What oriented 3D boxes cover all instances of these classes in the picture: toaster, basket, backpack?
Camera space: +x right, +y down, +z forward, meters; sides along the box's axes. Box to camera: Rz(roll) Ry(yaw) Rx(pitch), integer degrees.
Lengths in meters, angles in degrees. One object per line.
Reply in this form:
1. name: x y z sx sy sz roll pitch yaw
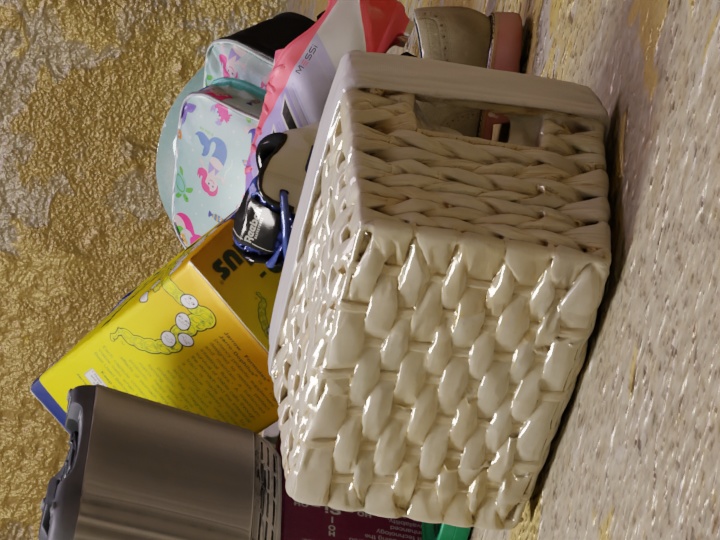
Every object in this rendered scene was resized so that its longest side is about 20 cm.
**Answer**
1. toaster: -0.116 0.153 1.436 0.200 0.129 0.114 -93 17 -63
2. basket: 0.036 0.015 1.222 0.123 0.135 0.200 -91 13 -50
3. backpack: -0.040 -0.054 1.761 0.151 0.177 0.200 -36 -35 -44

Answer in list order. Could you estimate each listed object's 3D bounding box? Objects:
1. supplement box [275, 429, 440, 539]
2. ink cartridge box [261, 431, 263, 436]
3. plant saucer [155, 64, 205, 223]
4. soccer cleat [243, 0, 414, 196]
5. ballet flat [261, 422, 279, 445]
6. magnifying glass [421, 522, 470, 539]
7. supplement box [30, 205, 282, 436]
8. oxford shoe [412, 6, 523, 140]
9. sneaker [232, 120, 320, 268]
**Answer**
1. supplement box: -0.012 0.198 1.484 0.200 0.103 0.131 -90 14 -54
2. ink cartridge box: -0.042 0.145 1.969 0.116 0.067 0.200 -95 16 -63
3. plant saucer: -0.049 -0.081 1.877 0.039 0.201 0.201 -124 42 -56
4. soccer cleat: -0.038 -0.098 1.624 0.200 0.076 0.067 -61 -1 -10
5. ballet flat: -0.036 0.124 1.792 0.200 0.071 0.069 110 168 -56
6. magnifying glass: 0.050 0.096 1.482 0.200 0.022 0.080 -97 18 -63
7. supplement box: -0.093 0.046 1.569 0.200 0.110 0.109 -35 8 46
8. oxford shoe: 0.043 -0.061 1.526 0.071 0.074 0.200 -123 44 -81
9. sneaker: -0.006 -0.015 1.439 0.199 0.115 0.081 55 146 37
